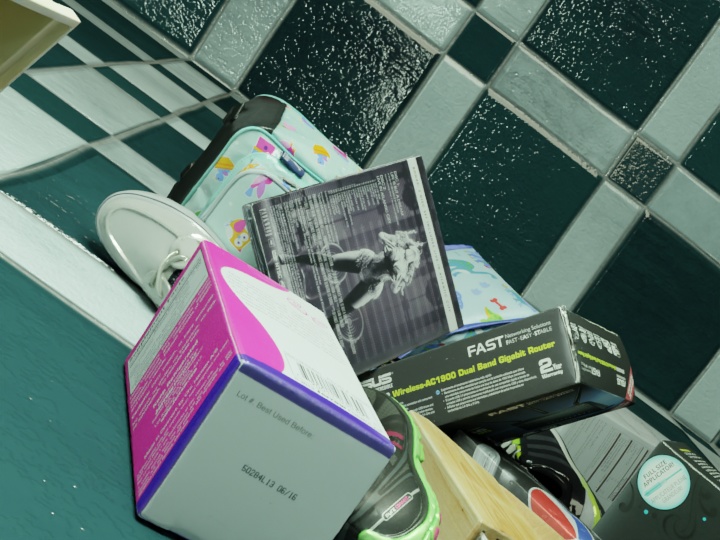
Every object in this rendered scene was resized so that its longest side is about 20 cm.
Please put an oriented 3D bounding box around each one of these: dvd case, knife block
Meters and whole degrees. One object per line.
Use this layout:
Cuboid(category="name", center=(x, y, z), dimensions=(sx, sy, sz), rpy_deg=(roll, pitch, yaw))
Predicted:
Cuboid(category="dvd case", center=(0.000, 0.000, 0.949), dimensions=(0.016, 0.151, 0.198), rpy_deg=(-10, 7, 45))
Cuboid(category="knife block", center=(0.067, 0.182, 0.796), dimensions=(0.199, 0.064, 0.175), rpy_deg=(40, 8, 20))

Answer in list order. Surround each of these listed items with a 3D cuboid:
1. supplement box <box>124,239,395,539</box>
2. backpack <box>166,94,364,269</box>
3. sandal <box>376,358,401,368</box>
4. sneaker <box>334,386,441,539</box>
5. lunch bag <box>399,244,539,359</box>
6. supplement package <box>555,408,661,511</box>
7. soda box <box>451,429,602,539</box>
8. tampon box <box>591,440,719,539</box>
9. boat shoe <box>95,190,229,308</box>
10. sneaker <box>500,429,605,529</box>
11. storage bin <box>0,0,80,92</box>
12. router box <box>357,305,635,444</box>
Cuboid(category="supplement box", center=(-0.067, 0.075, 0.696), dimensions=(0.100, 0.104, 0.200), rpy_deg=(32, 10, -21))
Cuboid(category="backpack", center=(-0.061, -0.022, 1.026), dimensions=(0.199, 0.176, 0.154), rpy_deg=(34, 25, -20))
Cuboid(category="sandal", center=(0.044, 0.118, 1.112), dimensions=(0.199, 0.048, 0.075), rpy_deg=(36, 8, -10))
Cuboid(category="sneaker", center=(-0.005, 0.122, 0.791), dimensions=(0.083, 0.077, 0.200), rpy_deg=(37, 6, -21))
Cuboid(category="lunch bag", center=(0.064, 0.064, 1.255), dimensions=(0.197, 0.129, 0.170), rpy_deg=(-3, 28, -27))
Cuboid(category="supplement package", center=(0.243, 0.196, 1.301), dimensions=(0.199, 0.110, 0.114), rpy_deg=(31, 9, -31))
Cuboid(category="soda box", center=(0.134, 0.210, 0.900), dimensions=(0.200, 0.071, 0.063), rpy_deg=(41, 10, 30))
Cuboid(category="tampon box", center=(0.291, 0.262, 0.992), dimensions=(0.199, 0.151, 0.126), rpy_deg=(40, 8, 24))
Cuboid(category="boat shoe", center=(-0.130, 0.011, 0.923), dimensions=(0.200, 0.072, 0.066), rpy_deg=(45, 7, 6))
Cuboid(category="sneaker", center=(0.162, 0.187, 1.146), dimensions=(0.082, 0.072, 0.200), rpy_deg=(29, 11, -36))
Cuboid(category="storage bin", center=(-0.273, -0.111, 0.554), dimensions=(0.094, 0.198, 0.200), rpy_deg=(55, 12, 11))
Cuboid(category="router box", center=(0.107, 0.098, 0.971), dimensions=(0.149, 0.198, 0.063), rpy_deg=(22, 51, -58))
